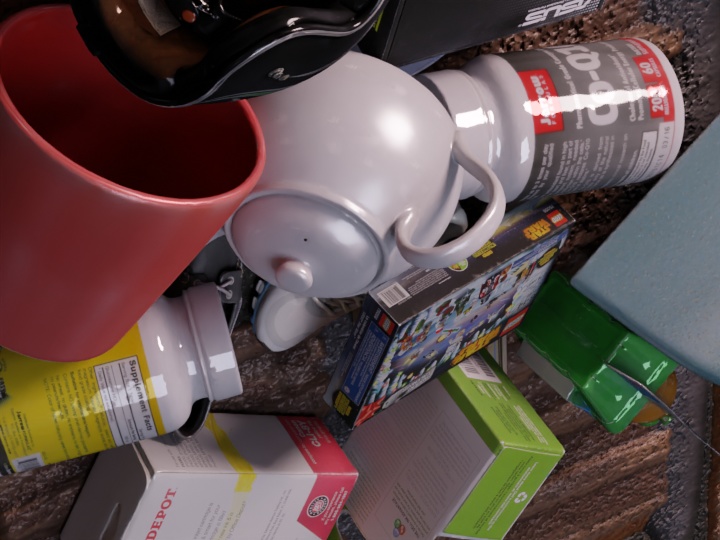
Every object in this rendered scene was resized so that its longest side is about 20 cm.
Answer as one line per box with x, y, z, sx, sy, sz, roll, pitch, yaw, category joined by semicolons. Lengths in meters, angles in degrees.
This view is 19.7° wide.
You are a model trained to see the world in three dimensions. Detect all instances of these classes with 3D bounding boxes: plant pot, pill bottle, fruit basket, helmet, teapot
-0.186;-0.048;1.381;0.200;0.201;0.178;5;132;-36;plant pot
-0.191;0.073;1.500;0.199;0.113;0.113;-14;134;-5;pill bottle
0.318;-0.002;1.671;0.196;0.200;0.196;-49;171;13;plant pot
0.135;-0.112;1.575;0.199;0.114;0.114;-10;131;-27;pill bottle
0.218;0.092;1.754;0.094;0.185;0.200;-46;137;-1;fruit basket
-0.070;-0.204;1.306;0.191;0.200;0.200;-33;142;-37;helmet
-0.023;-0.048;1.450;0.197;0.146;0.200;25;143;-12;teapot

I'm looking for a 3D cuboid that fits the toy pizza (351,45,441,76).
0.014;-0.216;1.467;0.200;0.032;0.201;-19;134;-20;toy pizza

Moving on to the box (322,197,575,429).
0.069;0.031;1.608;0.200;0.040;0.137;-30;156;-35;box

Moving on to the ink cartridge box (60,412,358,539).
-0.125;0.194;1.695;0.200;0.083;0.145;5;124;-36;ink cartridge box

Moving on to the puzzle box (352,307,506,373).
0.062;0.070;1.750;0.133;0.025;0.200;-22;135;-17;puzzle box

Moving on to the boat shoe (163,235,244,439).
-0.121;0.041;1.584;0.067;0.057;0.200;-5;129;-29;boat shoe

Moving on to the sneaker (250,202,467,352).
0.000;0.000;1.607;0.200;0.087;0.075;-43;138;9;sneaker

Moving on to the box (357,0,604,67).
0.104;-0.234;1.420;0.200;0.048;0.193;-18;149;-27;box

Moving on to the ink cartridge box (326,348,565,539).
0.055;0.173;1.709;0.076;0.148;0.200;11;120;-40;ink cartridge box
